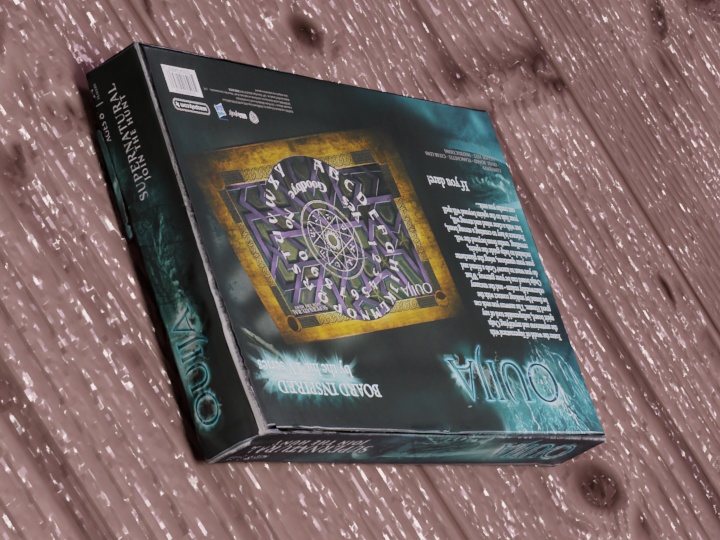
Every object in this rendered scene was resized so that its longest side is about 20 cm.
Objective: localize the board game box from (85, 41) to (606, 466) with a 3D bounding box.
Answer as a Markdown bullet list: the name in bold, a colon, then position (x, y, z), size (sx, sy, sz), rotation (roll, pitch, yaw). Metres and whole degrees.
- **board game box**: position (0.000, 0.000, 0.894), size (0.200, 0.028, 0.136), rotation (7, 60, -53)
